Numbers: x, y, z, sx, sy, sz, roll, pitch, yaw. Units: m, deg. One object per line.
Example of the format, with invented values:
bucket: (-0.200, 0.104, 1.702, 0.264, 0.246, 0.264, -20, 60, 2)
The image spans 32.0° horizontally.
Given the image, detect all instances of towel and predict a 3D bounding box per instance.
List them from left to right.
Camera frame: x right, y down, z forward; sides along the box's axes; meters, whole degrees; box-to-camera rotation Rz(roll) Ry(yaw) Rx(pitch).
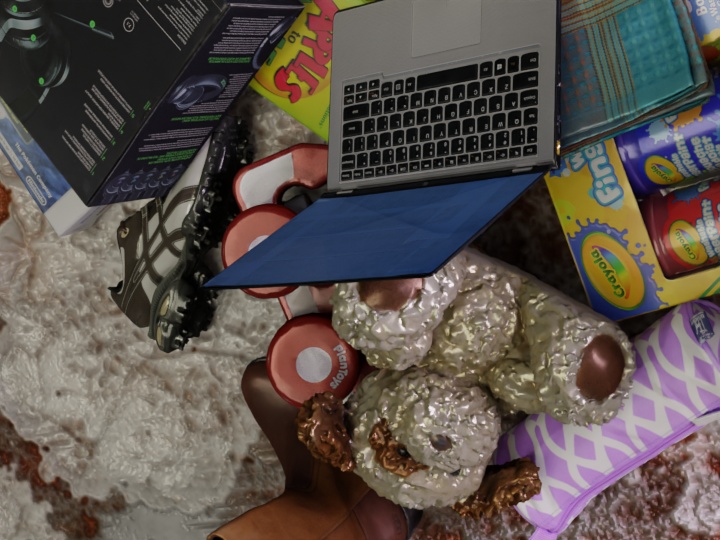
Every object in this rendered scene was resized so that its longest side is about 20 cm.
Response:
towel: (0.117, -0.168, 0.762, 0.146, 0.022, 0.201, -22, 71, 27)

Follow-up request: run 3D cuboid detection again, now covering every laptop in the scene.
laptop: (0.011, -0.086, 0.744, 0.187, 0.116, 0.201, -3, 82, 43)

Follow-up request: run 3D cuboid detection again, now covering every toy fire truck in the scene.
toy fire truck: (0.000, 0.000, 0.903, 0.167, 0.112, 0.201, -22, 92, 3)

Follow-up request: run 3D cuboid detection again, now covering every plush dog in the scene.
plush dog: (0.050, 0.072, 0.811, 0.199, 0.160, 0.172, 22, 99, -12)

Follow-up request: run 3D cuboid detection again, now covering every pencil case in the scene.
pencil case: (0.179, 0.101, 0.840, 0.200, 0.084, 0.086, -42, 52, 32)

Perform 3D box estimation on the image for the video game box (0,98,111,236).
video game box: (-0.228, -0.157, 0.995, 0.182, 0.047, 0.200, -36, 86, 26)

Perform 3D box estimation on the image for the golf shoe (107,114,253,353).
golf shoe: (-0.147, -0.036, 0.970, 0.094, 0.078, 0.201, 28, 113, 17)

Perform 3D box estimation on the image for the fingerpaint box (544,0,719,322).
fingerpaint box: (0.199, -0.086, 0.788, 0.166, 0.073, 0.201, -18, 95, 29)

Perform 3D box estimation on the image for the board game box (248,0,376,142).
board game box: (-0.068, -0.191, 0.905, 0.200, 0.048, 0.102, 36, 116, 13)

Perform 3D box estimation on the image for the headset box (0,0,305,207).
headset box: (-0.168, -0.167, 0.873, 0.174, 0.093, 0.200, 49, 119, 15)

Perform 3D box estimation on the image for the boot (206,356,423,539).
boot: (-0.058, 0.162, 0.907, 0.068, 0.200, 0.189, -39, 85, 29)
